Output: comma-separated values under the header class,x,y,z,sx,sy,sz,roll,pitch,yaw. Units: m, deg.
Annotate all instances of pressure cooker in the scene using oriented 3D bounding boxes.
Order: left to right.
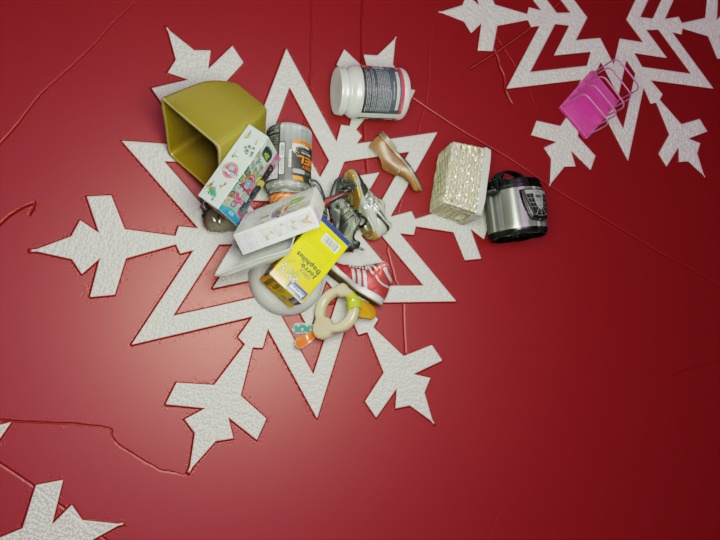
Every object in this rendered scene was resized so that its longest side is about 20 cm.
class,x,y,z,sx,sy,sz,roll,pitch,yaw
pressure cooker,0.440,-0.189,1.672,0.176,0.176,0.203,-7,83,8

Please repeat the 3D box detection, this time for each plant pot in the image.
class,x,y,z,sx,sy,sz,roll,pitch,yaw
plant pot,-0.337,-0.342,1.417,0.194,0.196,0.200,40,59,12

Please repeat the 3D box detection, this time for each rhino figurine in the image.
class,x,y,z,sx,sy,sz,roll,pitch,yaw
rhino figurine,-0.308,-0.140,1.480,0.197,0.060,0.089,0,86,-20

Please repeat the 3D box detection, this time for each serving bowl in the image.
class,x,y,z,sx,sy,sz,roll,pitch,yaw
serving bowl,-0.185,0.015,1.495,0.198,0.066,0.203,3,82,-19

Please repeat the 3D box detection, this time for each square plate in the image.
class,x,y,z,sx,sy,sz,roll,pitch,yaw
square plate,-0.235,-0.056,1.394,0.198,0.199,0.029,-18,115,13

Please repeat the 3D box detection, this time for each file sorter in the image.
class,x,y,z,sx,sy,sz,roll,pitch,yaw
file sorter,0.767,-0.553,1.855,0.139,0.125,0.200,46,72,-7

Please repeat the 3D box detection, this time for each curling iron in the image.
class,x,y,z,sx,sy,sz,roll,pitch,yaw
curling iron,-0.099,-0.181,1.495,0.199,0.026,0.050,-30,134,-4

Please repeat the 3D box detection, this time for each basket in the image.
class,x,y,z,sx,sy,sz,roll,pitch,yaw
basket,0.280,-0.250,1.651,0.122,0.136,0.203,13,79,-12

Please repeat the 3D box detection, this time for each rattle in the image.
class,x,y,z,sx,sy,sz,roll,pitch,yaw
rattle,-0.072,0.139,1.535,0.130,0.143,0.200,41,92,17

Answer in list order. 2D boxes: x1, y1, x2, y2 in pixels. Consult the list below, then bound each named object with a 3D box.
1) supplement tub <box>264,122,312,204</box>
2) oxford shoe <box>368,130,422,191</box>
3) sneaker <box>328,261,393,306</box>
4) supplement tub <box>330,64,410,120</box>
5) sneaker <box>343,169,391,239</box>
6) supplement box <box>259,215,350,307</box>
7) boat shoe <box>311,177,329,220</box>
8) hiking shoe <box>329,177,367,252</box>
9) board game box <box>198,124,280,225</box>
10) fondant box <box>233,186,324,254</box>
class,x,y,z,sx,sy,sz,roll,pitch,yaw
supplement tub,-0.187,-0.268,1.504,0.121,0.122,0.203,3,82,-18
oxford shoe,0.101,-0.295,1.643,0.071,0.071,0.200,-39,96,9
sneaker,0.000,0.000,1.554,0.199,0.071,0.113,34,77,-19
supplement tub,0.027,-0.489,1.595,0.197,0.140,0.142,-3,83,-19
sneaker,0.018,-0.186,1.596,0.087,0.075,0.202,-25,94,-35
supplement box,-0.136,-0.022,1.422,0.109,0.109,0.201,42,68,-11
boat shoe,-0.116,-0.152,1.539,0.071,0.068,0.203,0,83,-18
hiking shoe,-0.032,-0.148,1.554,0.099,0.076,0.203,-2,92,0
board game box,-0.279,-0.221,1.368,0.064,0.148,0.201,33,84,10
fondant box,-0.190,-0.120,1.380,0.198,0.145,0.059,-20,114,11
